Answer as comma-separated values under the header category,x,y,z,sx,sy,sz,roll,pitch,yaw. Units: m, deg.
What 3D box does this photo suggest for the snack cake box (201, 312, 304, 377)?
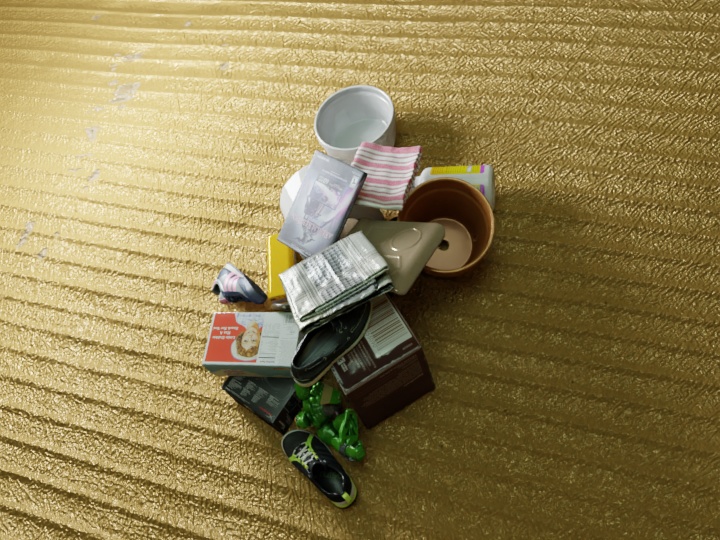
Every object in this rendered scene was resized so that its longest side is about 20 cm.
category,x,y,z,sx,sy,sz,roll,pitch,yaw
snack cake box,-0.205,0.149,1.408,0.196,0.067,0.117,0,63,16

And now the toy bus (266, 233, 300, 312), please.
category,x,y,z,sx,sy,sz,roll,pitch,yaw
toy bus,-0.166,0.022,1.554,0.064,0.079,0.203,-11,58,9

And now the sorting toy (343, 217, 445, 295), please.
category,x,y,z,sx,sy,sz,roll,pitch,yaw
sorting toy,0.042,-0.027,1.343,0.197,0.037,0.186,10,48,36

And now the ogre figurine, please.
category,x,y,z,sx,sy,sz,roll,pitch,yaw
ogre figurine,-0.066,0.267,1.335,0.200,0.119,0.099,46,61,-14

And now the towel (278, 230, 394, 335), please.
category,x,y,z,sx,sy,sz,roll,pitch,yaw
towel,-0.049,0.013,1.277,0.190,0.035,0.201,-27,35,-4

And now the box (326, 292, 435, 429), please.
category,x,y,z,sx,sy,sz,roll,pitch,yaw
box,0.025,0.166,1.346,0.163,0.201,0.167,-31,56,-5

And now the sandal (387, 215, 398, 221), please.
category,x,y,z,sx,sy,sz,roll,pitch,yaw
sandal,0.076,-0.091,1.529,0.048,0.075,0.202,38,102,27

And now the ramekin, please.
category,x,y,z,sx,sy,sz,roll,pitch,yaw
ramekin,-0.006,-0.337,1.704,0.196,0.106,0.203,-7,58,11

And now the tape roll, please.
category,x,y,z,sx,sy,sz,roll,pitch,yaw
tape roll,-0.063,-0.124,1.539,0.200,0.204,0.140,-26,56,-1

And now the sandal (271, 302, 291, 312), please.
category,x,y,z,sx,sy,sz,roll,pitch,yaw
sandal,-0.110,0.050,1.467,0.081,0.198,0.056,-4,98,43

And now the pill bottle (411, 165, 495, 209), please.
category,x,y,z,sx,sy,sz,roll,pitch,yaw
pill bottle,0.196,-0.177,1.556,0.196,0.105,0.106,0,60,15

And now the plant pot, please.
category,x,y,z,sx,sy,sz,roll,pitch,yaw
plant pot,0.175,-0.073,1.463,0.196,0.140,0.204,-1,74,5

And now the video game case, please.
category,x,y,z,sx,sy,sz,roll,pitch,yaw
video game case,-0.079,-0.125,1.410,0.142,0.019,0.203,29,96,36

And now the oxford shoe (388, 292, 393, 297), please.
category,x,y,z,sx,sy,sz,roll,pitch,yaw
oxford shoe,0.022,0.052,1.493,0.071,0.072,0.201,24,70,30

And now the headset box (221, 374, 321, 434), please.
category,x,y,z,sx,sy,sz,roll,pitch,yaw
headset box,-0.164,0.206,1.448,0.147,0.078,0.201,26,69,26

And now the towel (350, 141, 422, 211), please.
category,x,y,z,sx,sy,sz,roll,pitch,yaw
towel,0.041,-0.199,1.452,0.143,0.030,0.202,7,45,16

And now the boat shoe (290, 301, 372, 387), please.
category,x,y,z,sx,sy,sz,roll,pitch,yaw
boat shoe,-0.054,0.111,1.241,0.199,0.066,0.074,-44,58,-12

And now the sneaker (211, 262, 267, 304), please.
category,x,y,z,sx,sy,sz,roll,pitch,yaw
sneaker,-0.269,0.050,1.550,0.082,0.070,0.199,-52,31,-6

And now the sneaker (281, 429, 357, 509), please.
category,x,y,z,sx,sy,sz,roll,pitch,yaw
sneaker,-0.079,0.363,1.329,0.199,0.083,0.072,35,73,29
